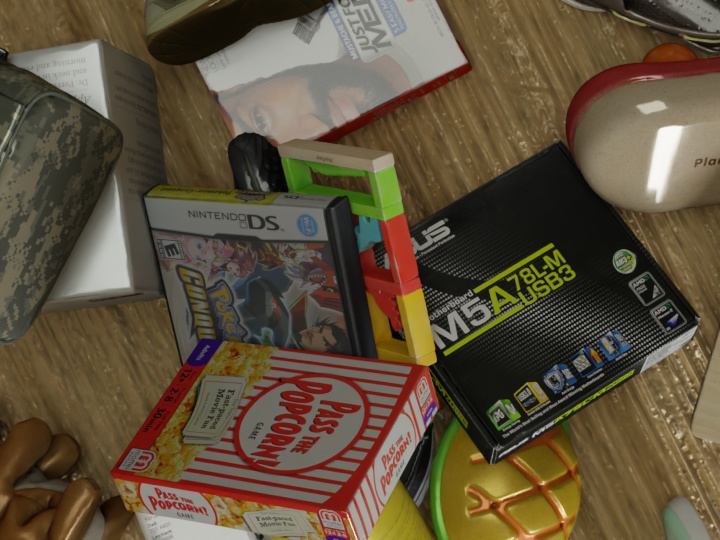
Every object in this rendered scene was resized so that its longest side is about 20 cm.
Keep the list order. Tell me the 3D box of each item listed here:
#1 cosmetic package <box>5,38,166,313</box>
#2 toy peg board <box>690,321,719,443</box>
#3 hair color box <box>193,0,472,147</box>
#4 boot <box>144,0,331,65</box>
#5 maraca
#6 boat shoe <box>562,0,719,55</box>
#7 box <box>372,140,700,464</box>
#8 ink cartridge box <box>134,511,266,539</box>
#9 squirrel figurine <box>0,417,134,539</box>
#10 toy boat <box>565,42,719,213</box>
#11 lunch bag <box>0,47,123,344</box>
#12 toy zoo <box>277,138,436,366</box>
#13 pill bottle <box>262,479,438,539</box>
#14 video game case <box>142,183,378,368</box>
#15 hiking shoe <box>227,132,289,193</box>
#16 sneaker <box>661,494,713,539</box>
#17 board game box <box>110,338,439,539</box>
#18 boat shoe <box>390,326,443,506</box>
[{"bbox_3d":[-0.252,-0.068,1.499,0.165,0.165,0.200,-7,88,8],"label":"cosmetic package"},{"bbox_3d":[0.385,0.052,1.473,0.200,0.098,0.199,15,106,7],"label":"toy peg board"},{"bbox_3d":[-0.022,-0.170,1.527,0.200,0.064,0.111,-27,87,7],"label":"hair color box"},{"bbox_3d":[-0.095,-0.270,1.504,0.200,0.072,0.155,-23,58,13],"label":"boot"},{"bbox_3d":[0.119,0.153,1.484,0.137,0.107,0.200,18,75,-29],"label":"maraca"},{"bbox_3d":[0.222,-0.233,1.501,0.200,0.060,0.072,26,92,6],"label":"boat shoe"},{"bbox_3d":[0.131,0.022,1.463,0.200,0.048,0.193,-30,71,-13],"label":"box"},{"bbox_3d":[-0.100,0.246,1.486,0.084,0.145,0.200,-22,86,5],"label":"ink cartridge box"},{"bbox_3d":[-0.314,0.204,1.520,0.187,0.142,0.200,33,90,12],"label":"squirrel figurine"},{"bbox_3d":[0.257,-0.130,1.473,0.200,0.131,0.131,-7,45,-12],"label":"toy boat"},{"bbox_3d":[-0.294,-0.068,1.353,0.168,0.139,0.200,26,90,24],"label":"lunch bag"},{"bbox_3d":[0.000,0.000,1.435,0.020,0.131,0.200,-24,111,-30],"label":"toy zoo"},{"bbox_3d":[0.001,0.220,1.460,0.112,0.112,0.200,-29,119,5],"label":"pill bottle"},{"bbox_3d":[-0.075,0.031,1.460,0.181,0.026,0.200,5,118,31],"label":"video game case"},{"bbox_3d":[-0.095,-0.013,1.502,0.101,0.076,0.200,-5,113,13],"label":"hiking shoe"},{"bbox_3d":[0.235,0.285,1.480,0.118,0.074,0.201,-10,90,0],"label":"sneaker"},{"bbox_3d":[-0.062,0.126,1.386,0.200,0.152,0.046,5,133,26],"label":"board game box"},{"bbox_3d":[0.032,0.109,1.512,0.074,0.068,0.199,13,90,7],"label":"boat shoe"}]
